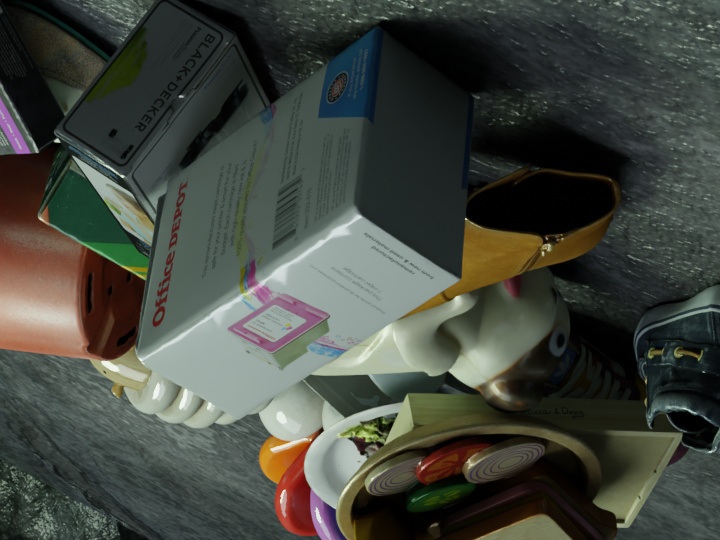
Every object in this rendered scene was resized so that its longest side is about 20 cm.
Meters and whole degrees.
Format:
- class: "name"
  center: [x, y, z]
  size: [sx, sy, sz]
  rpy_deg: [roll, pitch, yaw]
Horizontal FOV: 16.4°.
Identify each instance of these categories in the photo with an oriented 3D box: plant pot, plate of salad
- class: "plant pot"
  center: [-0.265, -0.019, 1.937]
  size: [0.195, 0.201, 0.201]
  rpy_deg: [12, 160, 21]
- class: "plate of salad"
  center: [0.058, 0.153, 1.821]
  size: [0.199, 0.048, 0.200]
  rpy_deg: [2, 147, 1]

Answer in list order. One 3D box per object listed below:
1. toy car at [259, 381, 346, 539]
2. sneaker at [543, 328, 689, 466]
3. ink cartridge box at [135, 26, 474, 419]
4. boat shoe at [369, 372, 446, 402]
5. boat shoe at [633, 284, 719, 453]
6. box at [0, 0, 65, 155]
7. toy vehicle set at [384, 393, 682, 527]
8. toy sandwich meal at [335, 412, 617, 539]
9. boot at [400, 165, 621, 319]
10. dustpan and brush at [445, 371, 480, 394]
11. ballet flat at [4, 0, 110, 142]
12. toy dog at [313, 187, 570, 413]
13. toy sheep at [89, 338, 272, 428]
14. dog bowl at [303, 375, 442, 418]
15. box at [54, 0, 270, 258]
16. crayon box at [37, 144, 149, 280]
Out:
- class: "toy car"
  center: [-0.006, 0.172, 2.185]
  size: [0.200, 0.150, 0.175]
  rpy_deg: [11, 158, 44]
- class: "sneaker"
  center: [0.149, 0.082, 1.782]
  size: [0.200, 0.075, 0.090]
  rpy_deg: [25, 170, 0]
- class: "ink cartridge box"
  center: [-0.033, -0.025, 1.452]
  size: [0.085, 0.145, 0.200]
  rpy_deg: [33, 134, -29]
- class: "boat shoe"
  center: [0.003, -0.001, 1.754]
  size: [0.073, 0.068, 0.200]
  rpy_deg: [-29, 115, 18]
- class: "boat shoe"
  center: [0.209, 0.073, 1.621]
  size: [0.071, 0.091, 0.200]
  rpy_deg: [27, 165, -2]
- class: "box"
  center: [-0.285, -0.147, 1.711]
  size: [0.200, 0.036, 0.143]
  rpy_deg: [1, 123, 56]
- class: "toy vehicle set"
  center: [0.113, 0.134, 1.743]
  size: [0.199, 0.027, 0.124]
  rpy_deg: [3, 142, -16]
- class: "toy sandwich meal"
  center: [0.080, 0.173, 1.701]
  size: [0.204, 0.070, 0.205]
  rpy_deg: [-7, 145, -5]
- class: "boot"
  center: [0.051, -0.022, 1.482]
  size: [0.201, 0.071, 0.144]
  rpy_deg: [-13, 171, -3]
- class: "dustpan and brush"
  center: [0.080, 0.071, 1.884]
  size: [0.200, 0.057, 0.140]
  rpy_deg: [27, 165, -1]
- class: "ballet flat"
  center: [-0.176, -0.106, 1.709]
  size: [0.200, 0.067, 0.068]
  rpy_deg: [35, 163, -27]
- class: "toy dog"
  center: [0.039, 0.028, 1.641]
  size: [0.199, 0.140, 0.194]
  rpy_deg: [11, 137, -5]
- class: "toy sheep"
  center: [-0.126, 0.063, 2.028]
  size: [0.199, 0.138, 0.138]
  rpy_deg: [-2, 177, -25]
- class: "dog bowl"
  center: [-0.002, 0.076, 1.923]
  size: [0.200, 0.059, 0.200]
  rpy_deg: [43, -179, -1]
- class: "box"
  center: [-0.113, -0.079, 1.599]
  size: [0.060, 0.117, 0.200]
  rpy_deg: [32, 169, 20]
- class: "crayon box"
  center: [-0.130, -0.030, 1.804]
  size: [0.200, 0.051, 0.127]
  rpy_deg: [30, -161, -12]
